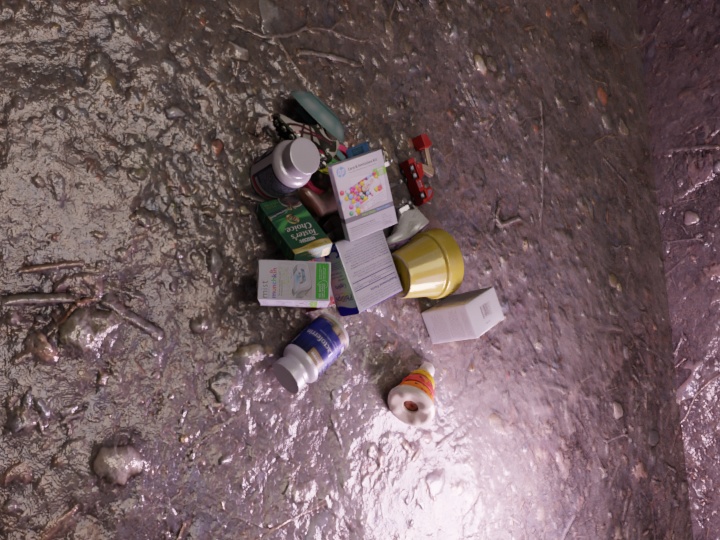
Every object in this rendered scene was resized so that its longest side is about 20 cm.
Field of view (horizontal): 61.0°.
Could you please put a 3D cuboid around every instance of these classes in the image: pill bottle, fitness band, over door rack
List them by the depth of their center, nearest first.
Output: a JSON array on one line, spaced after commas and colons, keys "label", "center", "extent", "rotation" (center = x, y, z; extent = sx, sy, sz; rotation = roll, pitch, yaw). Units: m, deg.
[{"label": "pill bottle", "center": [-0.191, -0.263, 1.565], "extent": [0.117, 0.198, 0.124], "rotation": [7, 78, -35]}, {"label": "pill bottle", "center": [-0.128, 0.215, 1.578], "extent": [0.200, 0.114, 0.118], "rotation": [-43, 107, -35]}, {"label": "fitness band", "center": [-0.089, -0.286, 1.755], "extent": [0.196, 0.037, 0.148], "rotation": [-20, 94, -38]}, {"label": "over door rack", "center": [0.099, -0.250, 1.803], "extent": [0.065, 0.200, 0.151], "rotation": [-26, 99, -1]}]

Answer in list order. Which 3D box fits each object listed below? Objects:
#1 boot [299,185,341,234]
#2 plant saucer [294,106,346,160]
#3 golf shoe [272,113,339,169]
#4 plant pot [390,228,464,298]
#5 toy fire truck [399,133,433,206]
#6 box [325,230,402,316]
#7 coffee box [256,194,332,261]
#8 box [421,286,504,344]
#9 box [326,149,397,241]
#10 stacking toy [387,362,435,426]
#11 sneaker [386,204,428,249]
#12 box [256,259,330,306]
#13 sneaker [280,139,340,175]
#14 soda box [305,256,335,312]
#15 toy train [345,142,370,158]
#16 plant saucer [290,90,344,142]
[{"label": "boot", "center": [-0.081, -0.204, 1.693], "extent": [0.147, 0.069, 0.202], "rotation": [-51, 144, -16]}, {"label": "plant saucer", "center": [-0.106, -0.377, 1.706], "extent": [0.019, 0.070, 0.201], "rotation": [-41, 90, 7]}, {"label": "golf shoe", "center": [-0.147, -0.353, 1.612], "extent": [0.198, 0.078, 0.088], "rotation": [39, 66, 7]}, {"label": "plant pot", "center": [0.176, -0.005, 1.814], "extent": [0.185, 0.199, 0.208], "rotation": [-17, 91, -33]}, {"label": "toy fire truck", "center": [0.196, -0.326, 1.980], "extent": [0.139, 0.048, 0.205], "rotation": [-29, 100, -38]}, {"label": "box", "center": [0.000, 0.000, 1.727], "extent": [0.181, 0.104, 0.206], "rotation": [-23, 95, -38]}, {"label": "coffee box", "center": [-0.171, -0.108, 1.578], "extent": [0.120, 0.045, 0.201], "rotation": [-16, 54, -34]}, {"label": "box", "center": [0.315, 0.140, 1.888], "extent": [0.150, 0.198, 0.109], "rotation": [-25, 95, -38]}, {"label": "box", "center": [0.007, -0.201, 1.627], "extent": [0.152, 0.041, 0.206], "rotation": [-21, 107, -21]}, {"label": "stacking toy", "center": [0.172, 0.341, 1.806], "extent": [0.148, 0.144, 0.201], "rotation": [54, 37, -16]}, {"label": "sneaker", "center": [0.126, -0.134, 1.886], "extent": [0.199, 0.075, 0.101], "rotation": [-36, 89, -41]}, {"label": "box", "center": [-0.160, 0.038, 1.495], "extent": [0.170, 0.200, 0.100], "rotation": [2, 83, -4]}, {"label": "sneaker", "center": [-0.123, -0.326, 1.665], "extent": [0.196, 0.074, 0.085], "rotation": [29, 85, -2]}, {"label": "soda box", "center": [-0.130, 0.003, 1.644], "extent": [0.062, 0.069, 0.207], "rotation": [-12, 88, -33]}, {"label": "toy train", "center": [0.020, -0.256, 1.734], "extent": [0.116, 0.084, 0.203], "rotation": [-104, 174, -47]}, {"label": "plant saucer", "center": [-0.107, -0.436, 1.683], "extent": [0.199, 0.202, 0.039], "rotation": [38, 105, -27]}]
